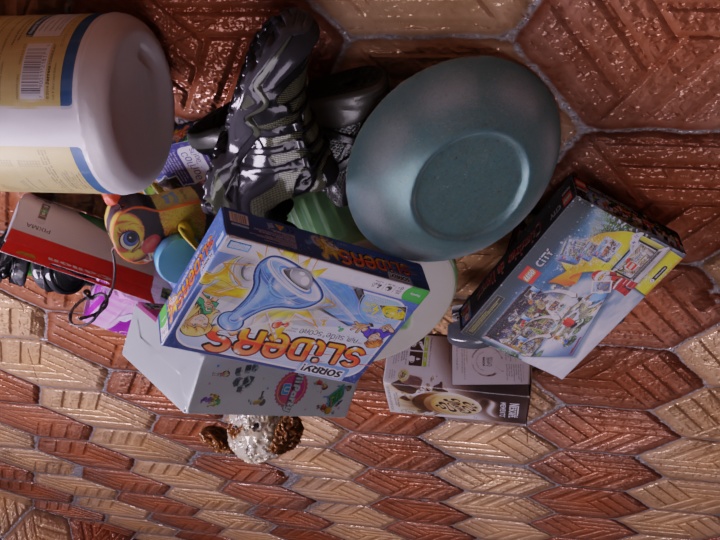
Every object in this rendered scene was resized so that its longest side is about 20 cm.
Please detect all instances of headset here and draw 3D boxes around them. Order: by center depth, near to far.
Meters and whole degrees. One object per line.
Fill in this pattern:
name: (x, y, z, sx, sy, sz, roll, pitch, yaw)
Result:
headset: (-0.396, 0.003, 1.062, 0.122, 0.095, 0.200, 10, 171, 3)

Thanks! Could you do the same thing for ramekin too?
ramekin: (0.000, 0.000, 0.870, 0.197, 0.098, 0.202, -11, 134, -11)

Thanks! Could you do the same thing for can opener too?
can opener: (0.196, 0.058, 0.990, 0.197, 0.068, 0.053, -3, 150, 21)

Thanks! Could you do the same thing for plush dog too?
plush dog: (-0.146, 0.199, 1.294, 0.198, 0.174, 0.160, -13, 146, 33)

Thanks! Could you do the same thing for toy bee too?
toy bee: (-0.182, -0.038, 0.790, 0.130, 0.200, 0.110, 21, 142, 39)

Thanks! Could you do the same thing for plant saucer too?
plant saucer: (0.087, -0.079, 0.742, 0.198, 0.039, 0.203, -10, 130, -12)

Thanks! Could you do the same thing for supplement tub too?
supplement tub: (-0.271, -0.138, 0.730, 0.197, 0.146, 0.145, 3, 152, 12)

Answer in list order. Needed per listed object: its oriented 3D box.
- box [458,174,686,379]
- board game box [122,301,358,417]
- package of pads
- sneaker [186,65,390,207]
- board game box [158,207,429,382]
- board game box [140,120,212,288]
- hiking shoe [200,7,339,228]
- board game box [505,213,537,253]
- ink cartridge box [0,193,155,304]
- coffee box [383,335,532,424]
box: (0.211, 0.014, 0.898, 0.135, 0.038, 0.201, 25, 125, -16)
board game box: (-0.120, 0.092, 0.906, 0.198, 0.065, 0.147, 10, -167, -43)
package of pads: (-0.249, 0.051, 1.149, 0.198, 0.077, 0.120, 22, 145, -28)
sneaker: (-0.056, -0.105, 0.778, 0.197, 0.077, 0.115, -7, 123, 19)
board game box: (-0.057, 0.029, 0.764, 0.198, 0.035, 0.136, 15, 129, -30)
board game box: (-0.170, -0.053, 0.908, 0.134, 0.035, 0.201, -8, 130, 23)
hiking shoe: (-0.056, -0.113, 0.692, 0.100, 0.076, 0.201, 18, 136, -13)
board game box: (0.218, 0.003, 0.984, 0.118, 0.033, 0.201, 3, 152, 1)
ink cartridge box: (-0.296, -0.029, 0.946, 0.159, 0.051, 0.200, 20, -178, -20)
coffee box: (0.138, 0.151, 1.224, 0.197, 0.081, 0.113, 3, 151, 10)
